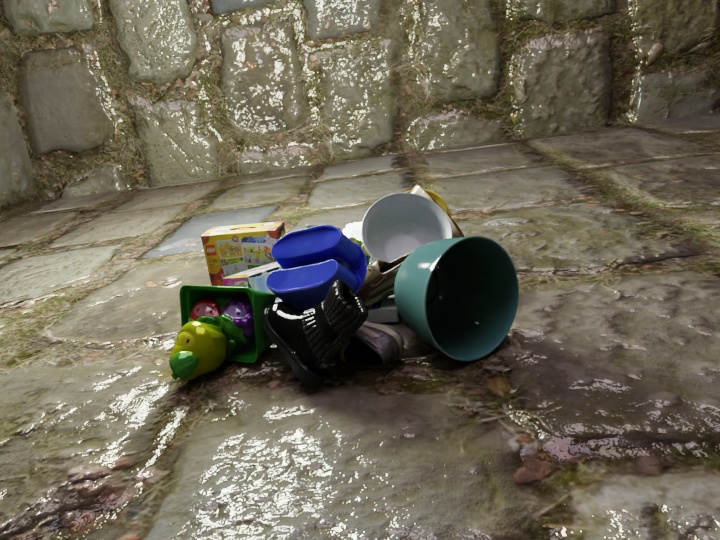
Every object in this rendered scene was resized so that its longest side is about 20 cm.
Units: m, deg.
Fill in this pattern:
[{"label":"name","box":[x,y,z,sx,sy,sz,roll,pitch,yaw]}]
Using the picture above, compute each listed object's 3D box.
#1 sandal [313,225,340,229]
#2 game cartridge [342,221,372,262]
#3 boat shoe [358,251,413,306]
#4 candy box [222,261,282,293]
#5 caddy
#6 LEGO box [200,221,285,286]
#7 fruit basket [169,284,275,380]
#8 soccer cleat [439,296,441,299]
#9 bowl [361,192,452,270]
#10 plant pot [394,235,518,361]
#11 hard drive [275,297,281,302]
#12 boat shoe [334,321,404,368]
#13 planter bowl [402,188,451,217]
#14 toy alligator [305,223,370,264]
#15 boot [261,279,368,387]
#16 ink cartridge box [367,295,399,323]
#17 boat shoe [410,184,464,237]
[{"label":"sandal","box":[-0.082,-0.065,1.372,0.080,0.056,0.201,6,22,-13]},{"label":"game cartridge","box":[0.032,-0.055,1.349,0.196,0.041,0.136,0,58,34]},{"label":"boat shoe","box":[0.041,0.013,1.120,0.196,0.075,0.076,-19,19,20]},{"label":"candy box","box":[-0.191,0.016,1.275,0.197,0.063,0.135,-21,10,-36]},{"label":"caddy","box":[-0.083,0.002,1.075,0.196,0.105,0.145,-9,60,27]},{"label":"LEGO box","box":[-0.278,-0.033,1.412,0.195,0.153,0.077,-4,19,12]},{"label":"fruit basket","box":[-0.275,0.109,1.051,0.210,0.160,0.216,-2,4,0]},{"label":"soccer cleat","box":[0.155,0.047,1.151,0.084,0.070,0.198,15,28,35]},{"label":"bowl","box":[0.097,-0.060,1.228,0.195,0.091,0.205,1,60,-1]},{"label":"plant pot","box":[0.151,0.038,0.996,0.197,0.206,0.160,-17,14,-24]},{"label":"hard drive","box":[-0.171,0.067,1.216,0.130,0.027,0.198,-22,11,-33]},{"label":"boat shoe","box":[-0.020,0.123,0.997,0.196,0.076,0.073,5,22,35]},{"label":"planter bowl","box":[0.150,-0.099,1.458,0.196,0.206,0.083,2,-16,27]},{"label":"toy alligator","box":[-0.038,-0.048,1.258,0.196,0.056,0.059,17,-7,-24]},{"label":"boot","box":[-0.078,0.075,0.970,0.078,0.160,0.211,17,19,-44]},{"label":"ink cartridge box","box":[-0.012,0.078,1.171,0.195,0.038,0.095,-3,20,11]},{"label":"boat shoe","box":[0.174,-0.123,1.368,0.069,0.073,0.201,-44,50,9]}]
